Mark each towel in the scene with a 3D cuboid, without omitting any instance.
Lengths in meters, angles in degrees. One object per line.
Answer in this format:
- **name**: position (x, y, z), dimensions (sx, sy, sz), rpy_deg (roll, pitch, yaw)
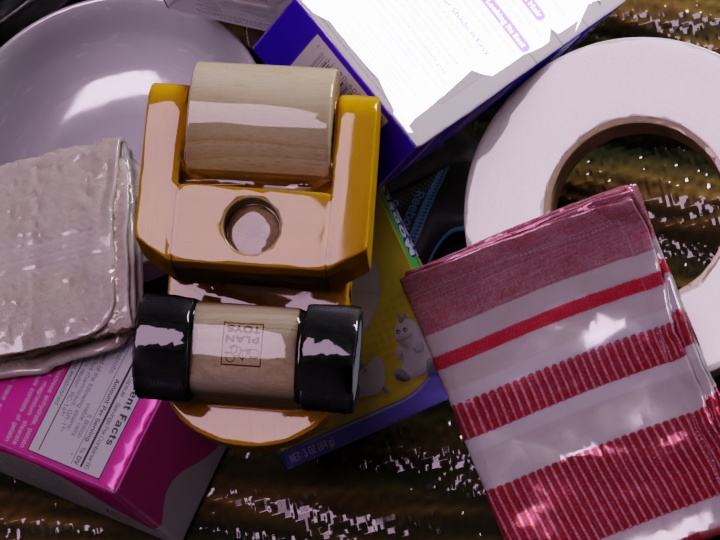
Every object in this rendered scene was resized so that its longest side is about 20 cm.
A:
- **towel**: position (-0.218, 0.000, 1.642), dimensions (0.199, 0.034, 0.133), rpy_deg (-10, 62, 17)
- **towel**: position (0.122, 0.069, 1.552), dimensions (0.144, 0.023, 0.201), rpy_deg (-22, 89, 12)

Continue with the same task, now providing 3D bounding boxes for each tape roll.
- **tape roll**: position (0.159, -0.032, 1.587), dimensions (0.202, 0.037, 0.204), rpy_deg (-1, 81, 9)

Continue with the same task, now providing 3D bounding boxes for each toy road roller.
- **toy road roller**: position (-0.054, -0.003, 1.522), dimensions (0.122, 0.146, 0.201), rpy_deg (4, 79, 3)

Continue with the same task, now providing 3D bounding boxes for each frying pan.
- **frying pan**: position (-0.191, -0.204, 1.826), dimensions (0.115, 0.031, 0.190), rpy_deg (-24, 22, 41)

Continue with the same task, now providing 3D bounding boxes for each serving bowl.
- **serving bowl**: position (-0.148, -0.070, 1.730), dimensions (0.199, 0.066, 0.201), rpy_deg (-5, 61, 9)

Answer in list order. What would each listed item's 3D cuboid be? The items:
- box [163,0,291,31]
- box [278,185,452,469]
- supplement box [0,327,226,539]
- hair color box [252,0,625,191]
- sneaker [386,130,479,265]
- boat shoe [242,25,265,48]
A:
- **box**: position (-0.036, -0.242, 1.687), dimensions (0.116, 0.060, 0.201), rpy_deg (13, 65, 24)
- **box**: position (-0.028, -0.002, 1.604), dimensions (0.117, 0.048, 0.201), rpy_deg (-24, 90, 7)
- **supplement box**: position (-0.185, 0.074, 1.673), dimensions (0.199, 0.101, 0.104), rpy_deg (21, 76, 27)
- **hair color box**: position (0.047, -0.141, 1.596), dimensions (0.200, 0.065, 0.109), rpy_deg (-36, 85, -36)
- **sneaker**: position (0.000, 0.000, 1.648), dimensions (0.200, 0.073, 0.082), rpy_deg (-36, 62, 5)
- **boat shoe**: position (-0.068, -0.216, 1.760), dimensions (0.072, 0.072, 0.201), rpy_deg (-2, 55, 6)
